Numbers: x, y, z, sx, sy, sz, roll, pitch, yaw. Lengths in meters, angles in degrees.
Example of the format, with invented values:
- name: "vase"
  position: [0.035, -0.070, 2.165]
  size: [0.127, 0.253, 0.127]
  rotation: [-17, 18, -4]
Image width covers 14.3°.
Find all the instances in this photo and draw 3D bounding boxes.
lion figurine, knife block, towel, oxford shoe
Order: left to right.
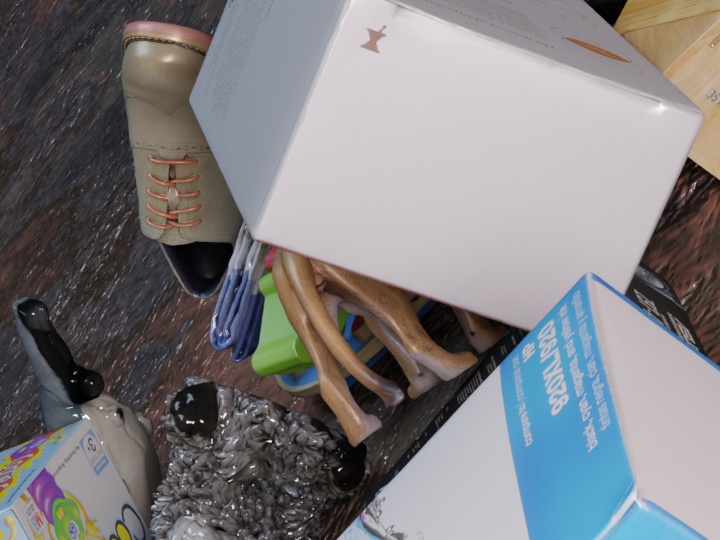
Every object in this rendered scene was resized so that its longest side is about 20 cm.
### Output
- name: "oxford shoe"
  position: [-0.081, -0.053, 1.426]
  size: [0.200, 0.071, 0.074]
  rotation: [68, -146, -60]
- name: "towel"
  position: [-0.030, -0.056, 1.468]
  size: [0.147, 0.024, 0.200]
  rotation: [-30, -42, -80]
- name: "lion figurine"
  position: [0.000, 0.000, 1.241]
  size: [0.072, 0.123, 0.200]
  rotation: [-34, -1, 8]
- name: "knife block"
  position: [0.165, -0.126, 1.233]
  size: [0.200, 0.064, 0.176]
  rotation: [-46, 22, 28]

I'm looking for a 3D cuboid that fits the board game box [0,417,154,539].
- name: "board game box"
  position: [-0.205, 0.164, 1.358]
  size: [0.200, 0.103, 0.105]
  rotation: [-21, 14, 22]

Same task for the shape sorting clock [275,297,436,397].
- name: "shape sorting clock"
  position: [0.019, -0.021, 1.451]
  size: [0.200, 0.039, 0.200]
  rotation: [-46, 21, 24]

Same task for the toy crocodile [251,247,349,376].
- name: "toy crocodile"
  position: [-0.004, -0.035, 1.383]
  size: [0.067, 0.062, 0.200]
  rotation: [-15, 42, 53]

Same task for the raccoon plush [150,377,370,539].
- name: "raccoon plush"
  position: [-0.059, 0.131, 1.342]
  size: [0.200, 0.097, 0.134]
  rotation: [74, -144, -82]

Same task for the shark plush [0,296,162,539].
- name: "shark plush"
  position: [-0.144, 0.106, 1.397]
  size: [0.083, 0.200, 0.091]
  rotation: [-2, 49, 10]

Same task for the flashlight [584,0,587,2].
- name: "flashlight"
  position: [0.098, -0.225, 1.389]
  size: [0.068, 0.068, 0.200]
  rotation: [-111, 15, -53]

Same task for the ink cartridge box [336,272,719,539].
- name: "ink cartridge box"
  position: [0.067, 0.139, 0.904]
  size: [0.200, 0.147, 0.145]
  rotation: [-48, 20, 19]

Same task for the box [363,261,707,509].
- name: "box"
  position: [0.075, 0.090, 1.124]
  size: [0.160, 0.044, 0.200]
  rotation: [-50, 20, 14]

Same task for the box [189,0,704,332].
- name: "box"
  position: [0.028, -0.066, 1.167]
  size: [0.200, 0.152, 0.106]
  rotation: [-117, 48, -69]
